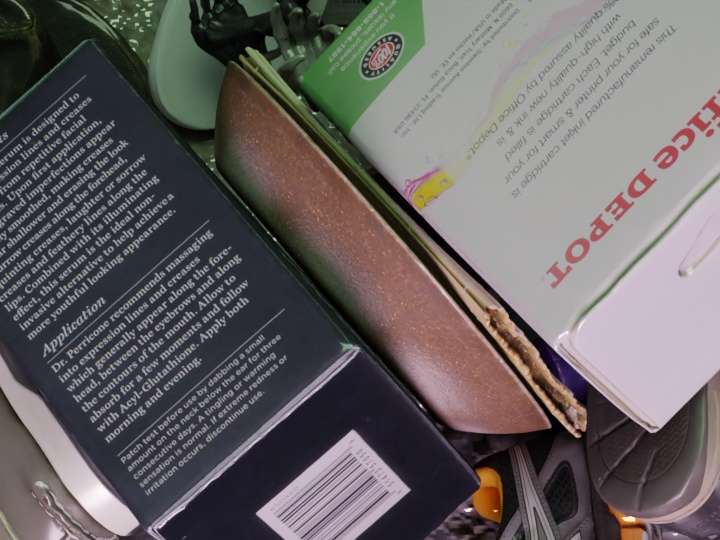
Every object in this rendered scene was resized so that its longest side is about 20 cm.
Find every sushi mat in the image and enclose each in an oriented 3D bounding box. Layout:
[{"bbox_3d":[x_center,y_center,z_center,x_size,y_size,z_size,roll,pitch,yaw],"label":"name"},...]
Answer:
[{"bbox_3d":[0.019,-0.015,1.057,0.012,0.096,0.200,-42,48,-1],"label":"sushi mat"}]

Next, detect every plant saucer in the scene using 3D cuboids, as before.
[{"bbox_3d":[0.000,0.000,1.068,0.037,0.200,0.200,-42,57,-1],"label":"plant saucer"}]

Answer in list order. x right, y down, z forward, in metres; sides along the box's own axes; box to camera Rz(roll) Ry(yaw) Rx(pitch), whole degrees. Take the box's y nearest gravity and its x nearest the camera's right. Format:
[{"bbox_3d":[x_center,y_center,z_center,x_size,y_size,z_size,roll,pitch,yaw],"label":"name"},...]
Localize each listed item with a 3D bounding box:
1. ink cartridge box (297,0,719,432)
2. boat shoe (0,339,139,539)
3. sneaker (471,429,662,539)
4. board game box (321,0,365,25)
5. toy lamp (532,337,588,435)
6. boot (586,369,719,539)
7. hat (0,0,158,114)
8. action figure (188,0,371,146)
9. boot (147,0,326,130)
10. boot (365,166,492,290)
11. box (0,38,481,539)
[{"bbox_3d":[0.091,-0.057,1.001,0.145,0.087,0.200,-47,44,4],"label":"ink cartridge box"},{"bbox_3d":[-0.159,0.056,1.093,0.060,0.072,0.202,-44,46,4],"label":"boat shoe"},{"bbox_3d":[0.082,0.146,1.027,0.077,0.078,0.200,-7,44,10],"label":"sneaker"},{"bbox_3d":[0.077,-0.186,1.342,0.200,0.034,0.135,-1,48,-2],"label":"board game box"},{"bbox_3d":[0.177,0.035,1.135,0.200,0.058,0.058,-14,50,-11],"label":"toy lamp"},{"bbox_3d":[0.162,0.033,1.059,0.073,0.151,0.200,-18,51,36],"label":"boot"},{"bbox_3d":[-0.196,-0.102,1.227,0.200,0.081,0.201,1,47,-2],"label":"hat"},{"bbox_3d":[0.009,-0.108,1.151,0.200,0.102,0.119,24,60,40],"label":"action figure"},{"bbox_3d":[-0.055,-0.158,1.291,0.074,0.096,0.200,34,78,-22],"label":"boot"},{"bbox_3d":[0.064,-0.045,1.212,0.200,0.075,0.097,-14,23,0],"label":"boot"},{"bbox_3d":[-0.068,0.030,1.049,0.107,0.148,0.200,-41,57,0],"label":"box"}]
